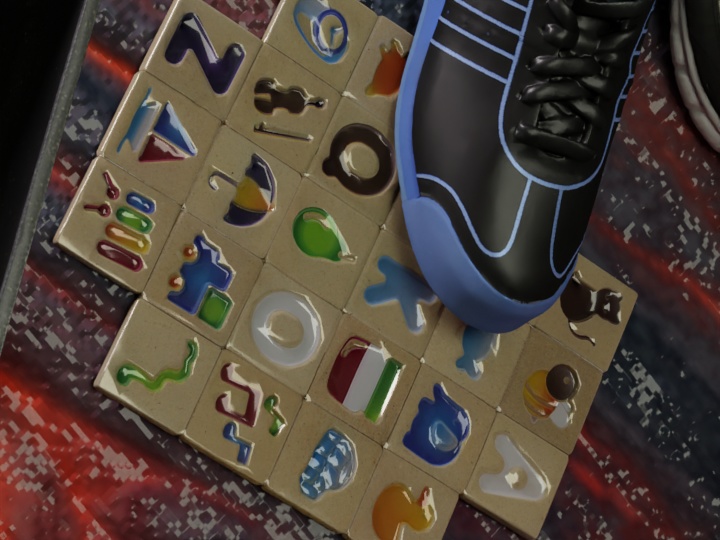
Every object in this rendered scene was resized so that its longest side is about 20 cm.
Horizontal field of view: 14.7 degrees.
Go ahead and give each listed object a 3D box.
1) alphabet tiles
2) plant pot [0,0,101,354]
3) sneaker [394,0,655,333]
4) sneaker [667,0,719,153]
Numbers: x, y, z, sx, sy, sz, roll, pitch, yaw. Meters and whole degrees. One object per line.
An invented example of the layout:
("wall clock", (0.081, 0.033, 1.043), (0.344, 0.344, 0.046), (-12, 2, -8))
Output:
("alphabet tiles", (0.000, 0.000, 0.934), (0.200, 0.006, 0.166), (33, 66, -21))
("plant pot", (-0.209, -0.015, 0.719), (0.199, 0.177, 0.200), (21, 71, -25))
("sneaker", (0.062, -0.081, 0.936), (0.070, 0.078, 0.200), (13, 72, -29))
("sneaker", (0.180, -0.039, 1.002), (0.074, 0.080, 0.200), (-30, 95, -28))
